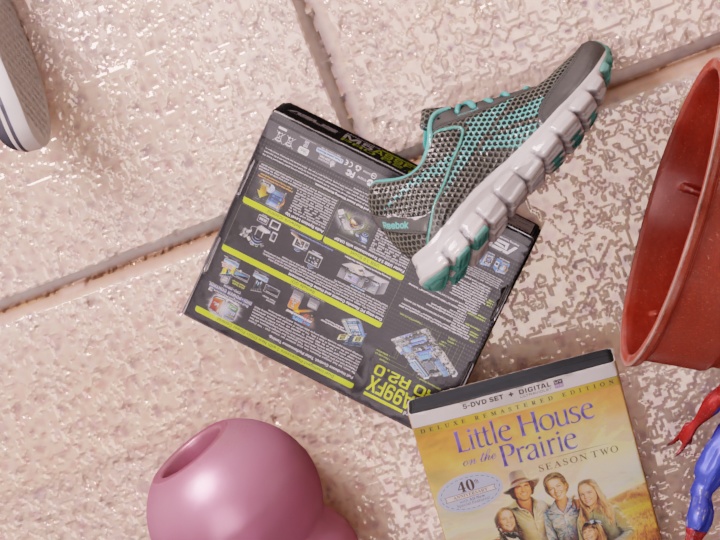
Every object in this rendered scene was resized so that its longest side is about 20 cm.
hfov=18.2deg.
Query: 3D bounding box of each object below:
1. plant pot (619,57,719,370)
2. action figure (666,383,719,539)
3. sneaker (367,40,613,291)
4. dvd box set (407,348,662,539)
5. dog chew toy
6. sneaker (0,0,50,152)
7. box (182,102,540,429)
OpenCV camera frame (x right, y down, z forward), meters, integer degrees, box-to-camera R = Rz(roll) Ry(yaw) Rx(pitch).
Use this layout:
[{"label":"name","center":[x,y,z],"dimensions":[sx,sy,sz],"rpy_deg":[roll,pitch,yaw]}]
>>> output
[{"label":"plant pot","center":[0.285,-0.009,1.409],"dimensions":[0.194,0.201,0.202],"rpy_deg":[16,105,-2]},{"label":"action figure","center":[0.249,0.117,1.502],"dimensions":[0.065,0.052,0.201],"rpy_deg":[18,96,-21]},{"label":"sneaker","center":[0.083,-0.085,1.460],"dimensions":[0.091,0.078,0.200],"rpy_deg":[41,79,11]},{"label":"dvd box set","center":[0.127,0.163,1.526],"dimensions":[0.146,0.029,0.201],"rpy_deg":[-14,109,5]},{"label":"dog chew toy","center":[-0.056,0.200,1.550],"dimensions":[0.124,0.125,0.200],"rpy_deg":[-34,102,16]},{"label":"sneaker","center":[-0.278,-0.166,1.530],"dimensions":[0.079,0.078,0.201],"rpy_deg":[-22,86,10]},{"label":"box","center":[0.000,0.000,1.531],"dimensions":[0.199,0.044,0.161],"rpy_deg":[26,106,4]}]
